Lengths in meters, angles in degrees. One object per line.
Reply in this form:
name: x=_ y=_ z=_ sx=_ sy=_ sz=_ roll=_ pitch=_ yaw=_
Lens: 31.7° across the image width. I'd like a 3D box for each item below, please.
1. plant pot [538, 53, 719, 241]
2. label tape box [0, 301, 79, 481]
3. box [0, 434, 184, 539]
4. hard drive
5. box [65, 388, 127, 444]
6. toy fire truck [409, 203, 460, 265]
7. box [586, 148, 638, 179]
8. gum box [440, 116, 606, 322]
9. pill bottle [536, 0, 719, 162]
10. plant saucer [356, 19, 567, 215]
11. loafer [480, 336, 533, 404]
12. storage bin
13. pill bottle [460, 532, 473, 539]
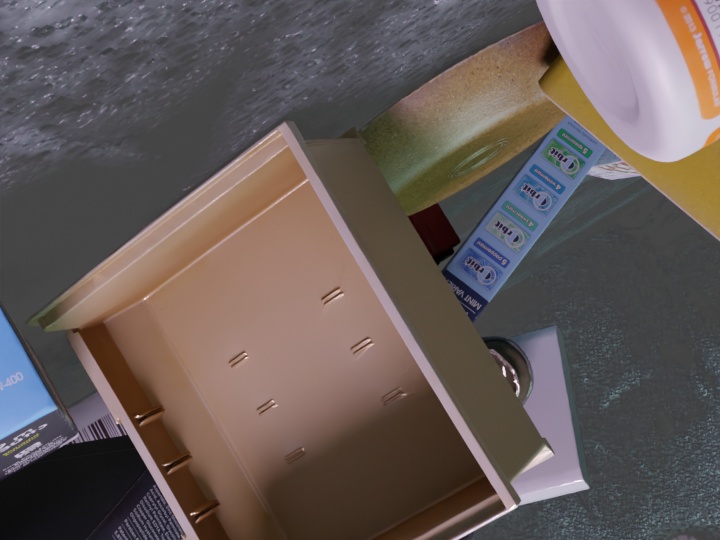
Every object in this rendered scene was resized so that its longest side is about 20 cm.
plant pot: x=0.250 y=-0.120 z=0.651 sx=0.200 sy=0.200 sz=0.177 roll=-22 pitch=148 yaw=-50
label tape box: x=-0.212 y=0.076 z=0.574 sx=0.144 sy=0.063 sz=0.200 roll=-29 pitch=173 yaw=-13
box: x=-0.196 y=0.193 z=0.729 sx=0.200 sy=0.104 sz=0.182 roll=-12 pitch=-156 yaw=33
hard drive: x=0.072 y=0.130 z=1.000 sx=0.199 sy=0.132 sz=0.027 roll=-18 pitch=146 yaw=20
box: x=-0.146 y=0.179 z=1.004 sx=0.199 sy=0.200 sz=0.131 roll=-31 pitch=172 yaw=4
toy fire truck: x=0.000 y=0.000 z=0.982 sx=0.141 sy=0.049 sz=0.200 roll=-26 pitch=172 yaw=-29
box: x=0.210 y=-0.098 z=1.023 sx=0.039 sy=0.042 sz=0.200 roll=12 pitch=-179 yaw=-1
gum box: x=0.114 y=-0.029 z=0.994 sx=0.200 sy=0.045 sz=0.170 roll=-53 pitch=176 yaw=-9
pill bottle: x=0.176 y=-0.138 z=0.503 sx=0.200 sy=0.113 sz=0.113 roll=-30 pitch=173 yaw=-1
plant saucer: x=0.061 y=-0.079 z=0.745 sx=0.200 sy=0.036 sz=0.200 roll=-31 pitch=173 yaw=-4
loafer: x=0.041 y=0.121 z=0.947 sx=0.200 sy=0.075 sz=0.070 roll=-36 pitch=179 yaw=15
storage bin: x=-0.040 y=0.062 z=0.642 sx=0.198 sy=0.200 sz=0.094 roll=-34 pitch=174 yaw=24
pill bottle: x=-0.017 y=0.172 z=0.814 sx=0.112 sy=0.112 sz=0.200 roll=-24 pitch=170 yaw=-42
